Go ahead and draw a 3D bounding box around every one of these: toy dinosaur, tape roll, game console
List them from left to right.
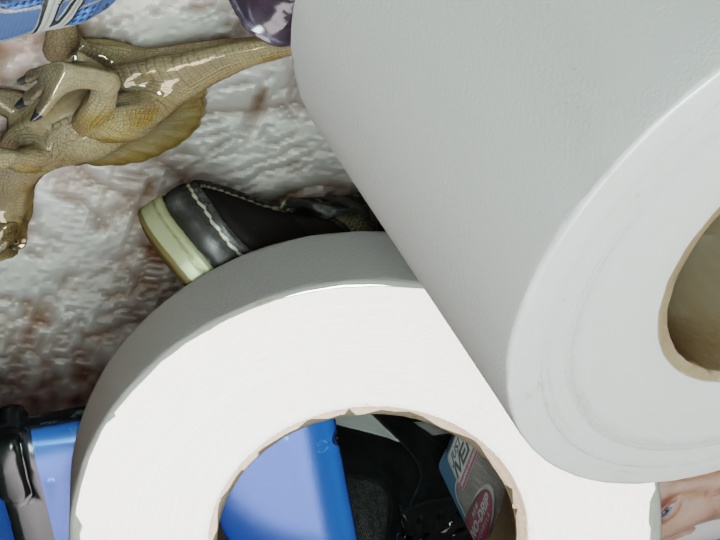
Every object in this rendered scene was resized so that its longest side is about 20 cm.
[{"bbox_3d":[-0.084,-0.060,0.983,0.200,0.058,0.101,-26,152,28],"label":"toy dinosaur"},{"bbox_3d":[-0.085,0.111,1.083,0.170,0.118,0.200,-10,120,-1],"label":"game console"},{"bbox_3d":[0.001,0.082,0.986,0.202,0.037,0.203,-2,119,-4],"label":"tape roll"},{"bbox_3d":[0.098,-0.054,0.852,0.202,0.139,0.203,-21,144,-16],"label":"tape roll"}]

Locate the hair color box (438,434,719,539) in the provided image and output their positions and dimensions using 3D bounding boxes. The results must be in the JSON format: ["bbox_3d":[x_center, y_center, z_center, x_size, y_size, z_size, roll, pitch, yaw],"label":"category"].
[{"bbox_3d":[0.139,0.050,1.086,0.200,0.061,0.100,-9,142,-24],"label":"hair color box"}]

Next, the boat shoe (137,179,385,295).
[{"bbox_3d":[0.000,0.000,1.039,0.065,0.073,0.200,-45,146,15],"label":"boat shoe"}]

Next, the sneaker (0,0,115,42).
[{"bbox_3d":[-0.090,-0.124,0.890,0.200,0.076,0.077,-26,147,31],"label":"sneaker"}]

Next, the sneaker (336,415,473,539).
[{"bbox_3d":[0.013,0.103,1.129,0.200,0.112,0.073,27,131,-33],"label":"sneaker"}]

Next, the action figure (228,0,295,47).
[{"bbox_3d":[0.033,-0.146,0.881,0.130,0.069,0.200,23,124,-22],"label":"action figure"}]
